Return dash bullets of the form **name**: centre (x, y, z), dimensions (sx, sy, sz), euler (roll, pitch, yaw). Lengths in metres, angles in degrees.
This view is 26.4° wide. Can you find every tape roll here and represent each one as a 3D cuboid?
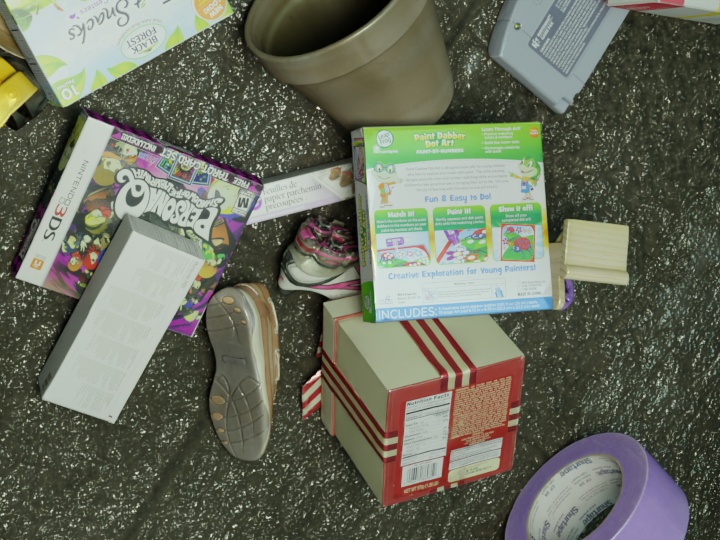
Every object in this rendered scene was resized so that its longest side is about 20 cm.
- **tape roll**: centre (0.268, 0.289, 1.756), dimensions (0.200, 0.200, 0.085), euler (-49, 113, -13)

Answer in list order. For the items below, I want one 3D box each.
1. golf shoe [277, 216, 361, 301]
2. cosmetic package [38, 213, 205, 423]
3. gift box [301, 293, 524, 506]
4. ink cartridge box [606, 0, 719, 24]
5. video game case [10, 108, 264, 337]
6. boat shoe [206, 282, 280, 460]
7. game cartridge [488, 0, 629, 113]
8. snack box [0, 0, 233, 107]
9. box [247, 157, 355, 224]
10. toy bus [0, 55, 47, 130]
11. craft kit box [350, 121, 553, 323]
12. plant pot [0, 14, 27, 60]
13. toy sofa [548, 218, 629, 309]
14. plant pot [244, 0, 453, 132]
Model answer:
- **golf shoe**: centre (0.000, 0.000, 1.673), dimensions (0.200, 0.073, 0.092), euler (11, 126, -33)
- **cosmetic package**: centre (-0.239, 0.049, 1.529), dimensions (0.083, 0.051, 0.200), euler (24, 106, -25)
- **gift box**: centre (0.050, 0.130, 1.638), dimensions (0.184, 0.187, 0.200), euler (-8, 127, -24)
- **ink cartridge box**: centre (0.382, -0.366, 1.770), dimensions (0.200, 0.083, 0.145), euler (1, 92, -38)
- **video game case**: centre (-0.222, -0.045, 1.543), dimensions (0.200, 0.036, 0.181), euler (21, 103, -27)
- **boat shoe**: centre (-0.113, 0.105, 1.618), dimensions (0.072, 0.076, 0.200), euler (-32, 130, -53)
- **game cartridge**: centre (0.234, -0.298, 1.759), dimensions (0.133, 0.041, 0.200), euler (37, 79, -28)
- **snack box**: centre (-0.243, -0.267, 1.492), dimensions (0.200, 0.053, 0.142), euler (-33, 111, -19)
- **box**: centre (-0.043, -0.092, 1.647), dimensions (0.200, 0.041, 0.039), euler (-16, 103, -24)
- **toy bus**: centre (-0.395, -0.179, 1.384), dimensions (0.136, 0.200, 0.192), euler (-40, 104, -17)
- **craft kit box**: centre (0.094, -0.051, 1.573), dimensions (0.200, 0.049, 0.198), euler (-3, 92, -19)
- **plant pot**: centre (-0.304, -0.302, 1.502), dimensions (0.200, 0.027, 0.200), euler (-3, 98, -26)
- **toy sofa**: centre (0.204, -0.004, 1.689), dimensions (0.083, 0.200, 0.098), euler (6, 87, -27)
- **plant pot**: centre (0.010, -0.228, 1.587), dimensions (0.200, 0.200, 0.174), euler (-49, 129, -13)
